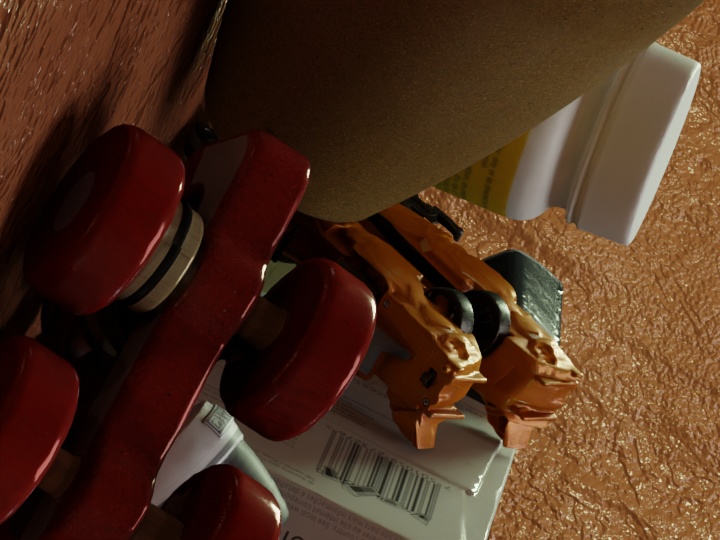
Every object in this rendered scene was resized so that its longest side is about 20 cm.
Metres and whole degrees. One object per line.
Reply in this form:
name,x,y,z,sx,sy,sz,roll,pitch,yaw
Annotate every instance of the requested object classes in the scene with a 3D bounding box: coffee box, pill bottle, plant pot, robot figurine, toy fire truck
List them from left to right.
toy fire truck,-0.095,0.043,0.928,0.168,0.112,0.201,-10,-130,60
coffee box,-0.066,0.136,1.137,0.198,0.199,0.200,-64,179,17
robot figurine,0.000,0.000,1.173,0.145,0.200,0.058,6,120,-51
plant pot,0.026,-0.120,1.064,0.200,0.186,0.187,-48,-173,33
pill bottle,0.056,-0.093,1.261,0.114,0.199,0.115,23,90,-81

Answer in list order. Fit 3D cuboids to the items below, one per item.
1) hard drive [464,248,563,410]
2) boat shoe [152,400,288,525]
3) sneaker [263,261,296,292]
hard drive,0.005,0.063,1.281,0.199,0.042,0.135,-29,-163,17
boat shoe,-0.110,0.134,1.008,0.200,0.066,0.070,-40,-174,10
sneaker,-0.027,-0.049,1.350,0.200,0.087,0.075,-57,171,-8
